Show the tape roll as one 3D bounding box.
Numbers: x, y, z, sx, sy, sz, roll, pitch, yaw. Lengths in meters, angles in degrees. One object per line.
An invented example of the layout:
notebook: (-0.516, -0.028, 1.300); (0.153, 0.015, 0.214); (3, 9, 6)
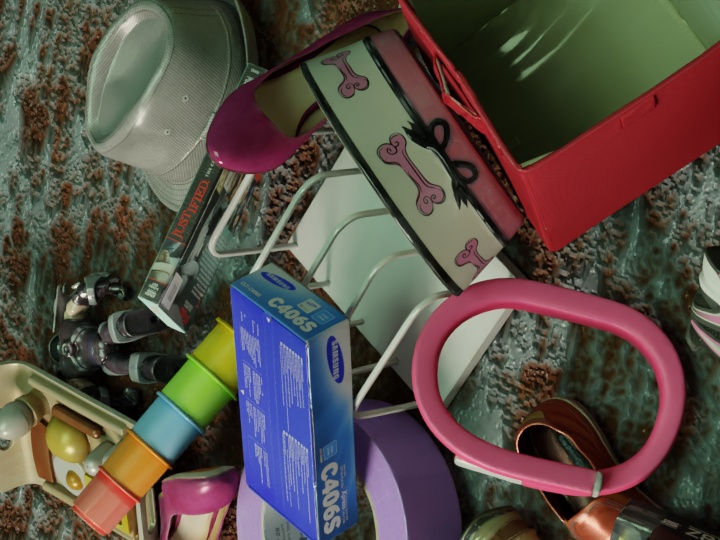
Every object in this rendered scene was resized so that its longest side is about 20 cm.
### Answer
tape roll: (-0.011, 0.205, 1.748); (0.199, 0.065, 0.202); (4, 95, 46)

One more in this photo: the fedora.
fedora: (-0.169, -0.150, 1.818); (0.200, 0.090, 0.178); (-53, 49, 33)

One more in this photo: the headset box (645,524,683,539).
headset box: (0.227, 0.282, 1.476); (0.199, 0.077, 0.150); (31, 110, 12)

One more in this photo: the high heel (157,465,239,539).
high heel: (-0.137, 0.221, 1.827); (0.200, 0.067, 0.097); (143, 119, -65)

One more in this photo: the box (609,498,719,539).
box: (0.231, 0.283, 1.543); (0.160, 0.049, 0.202); (19, 109, 15)

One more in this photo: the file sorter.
file sorter: (0.000, 0.000, 1.690); (0.200, 0.124, 0.139); (48, 123, 25)

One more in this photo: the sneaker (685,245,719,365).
sneaker: (0.300, 0.071, 1.486); (0.200, 0.080, 0.087); (50, 136, 34)

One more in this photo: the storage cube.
storage cube: (0.148, -0.148, 1.472); (0.199, 0.180, 0.172); (-33, 70, 0)

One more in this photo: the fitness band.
fitness band: (0.135, 0.083, 1.569); (0.198, 0.037, 0.145); (14, 79, 5)

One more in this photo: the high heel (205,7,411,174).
high heel: (-0.037, -0.141, 1.629); (0.067, 0.200, 0.096); (48, 134, -2)

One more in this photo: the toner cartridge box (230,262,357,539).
toner cartridge box: (-0.049, 0.103, 1.651); (0.095, 0.043, 0.201); (34, 139, 38)

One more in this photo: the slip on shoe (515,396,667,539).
slip on shoe: (0.180, 0.182, 1.596); (0.074, 0.061, 0.201); (-45, 72, 32)

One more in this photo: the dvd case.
dvd case: (-0.114, -0.054, 1.726); (0.022, 0.146, 0.201); (23, 83, 8)

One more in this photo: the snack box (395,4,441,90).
snack box: (0.065, -0.225, 1.672); (0.072, 0.024, 0.202); (18, 107, 39)

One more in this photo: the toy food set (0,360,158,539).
toy food set: (-0.258, 0.178, 1.935); (0.199, 0.060, 0.144); (26, 134, 33)

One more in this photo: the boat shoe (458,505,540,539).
boat shoe: (0.088, 0.279, 1.680); (0.074, 0.075, 0.201); (36, 118, 28)

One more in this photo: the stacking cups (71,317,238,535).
stacking cups: (-0.164, 0.130, 1.820); (0.200, 0.061, 0.060); (-47, 60, -5)

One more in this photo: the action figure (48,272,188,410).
action figure: (-0.218, 0.069, 1.922); (0.199, 0.069, 0.131); (-2, 100, 55)

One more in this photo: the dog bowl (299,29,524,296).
dog bowl: (0.042, -0.084, 1.549); (0.074, 0.200, 0.201); (-34, 71, 5)
